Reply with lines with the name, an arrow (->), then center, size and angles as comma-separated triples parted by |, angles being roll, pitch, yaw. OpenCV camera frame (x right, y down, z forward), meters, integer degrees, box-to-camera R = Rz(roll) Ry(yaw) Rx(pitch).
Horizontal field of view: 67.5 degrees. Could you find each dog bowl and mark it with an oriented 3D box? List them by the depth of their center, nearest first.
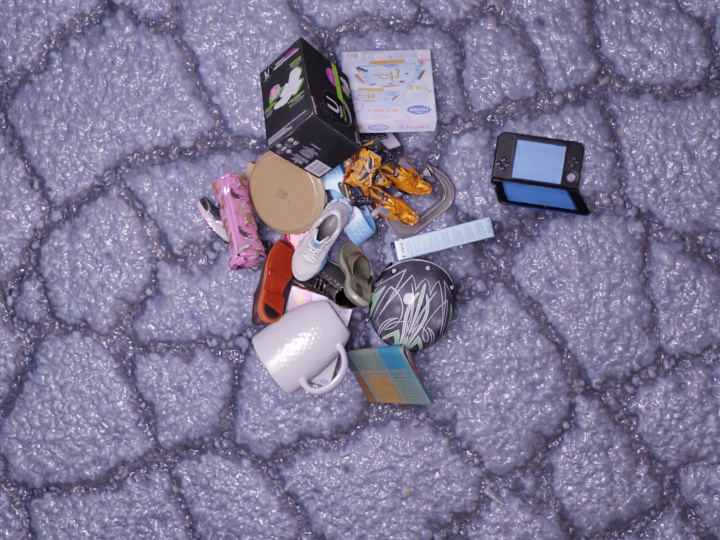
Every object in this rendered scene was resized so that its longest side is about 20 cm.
dog bowl -> -0.026, -0.154, 1.177 | 0.049, 0.111, 0.201 | -24, 93, 15

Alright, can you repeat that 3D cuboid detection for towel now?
towel -> 0.055, 0.228, 1.171 | 0.022, 0.199, 0.147 | -38, 106, -39

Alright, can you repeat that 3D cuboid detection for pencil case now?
pencil case -> -0.258, -0.104, 1.138 | 0.082, 0.086, 0.201 | -7, 76, -36

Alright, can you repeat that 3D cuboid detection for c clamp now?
c clamp -> 0.111, -0.162, 1.193 | 0.199, 0.027, 0.171 | -33, 116, -3

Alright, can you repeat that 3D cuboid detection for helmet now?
helmet -> 0.109, 0.072, 1.150 | 0.198, 0.191, 0.202 | 0, 97, -2

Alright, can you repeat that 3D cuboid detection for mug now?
mug -> -0.103, 0.166, 1.126 | 0.175, 0.148, 0.200 | -36, 55, -2

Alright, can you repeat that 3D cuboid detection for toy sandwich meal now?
toy sandwich meal -> -0.158, -0.172, 1.170 | 0.204, 0.070, 0.207 | 8, 111, 21

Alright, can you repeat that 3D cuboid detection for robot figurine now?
robot figurine -> 0.049, -0.180, 1.109 | 0.199, 0.058, 0.146 | 25, 87, -31

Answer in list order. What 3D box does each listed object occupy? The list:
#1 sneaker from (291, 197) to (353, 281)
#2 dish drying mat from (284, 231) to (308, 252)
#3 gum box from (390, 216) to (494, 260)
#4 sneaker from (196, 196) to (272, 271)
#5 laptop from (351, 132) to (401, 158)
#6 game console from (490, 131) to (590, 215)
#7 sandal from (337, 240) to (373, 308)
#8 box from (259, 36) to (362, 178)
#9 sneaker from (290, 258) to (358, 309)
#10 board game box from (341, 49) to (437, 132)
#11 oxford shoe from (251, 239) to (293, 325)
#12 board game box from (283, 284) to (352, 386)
sneaker -> -0.091, -0.057, 1.108 | 0.075, 0.087, 0.201 | 32, 112, 0
dish drying mat -> -0.136, -0.120, 1.232 | 0.076, 0.018, 0.202 | -1, 93, 0
gum box -> 0.168, -0.065, 1.156 | 0.198, 0.170, 0.045 | -14, 92, 1
sneaker -> -0.279, -0.095, 1.216 | 0.086, 0.080, 0.200 | -45, 98, -12
laptop -> -0.032, -0.330, 1.168 | 0.186, 0.200, 0.116 | -16, 126, -3
game console -> 0.397, -0.213, 1.173 | 0.198, 0.118, 0.172 | 8, 93, 0
sandal -> 0.001, 0.001, 1.161 | 0.079, 0.202, 0.057 | 24, 120, -25
box -> -0.099, -0.314, 1.056 | 0.124, 0.148, 0.201 | -27, 59, 30
sneaker -> -0.083, 0.021, 1.187 | 0.198, 0.106, 0.075 | 14, 110, 0
board game box -> 0.058, -0.388, 1.161 | 0.198, 0.041, 0.201 | -1, 64, 1
oxford shoe -> -0.196, 0.023, 1.162 | 0.071, 0.072, 0.201 | 33, 53, -31
board game box -> -0.112, 0.150, 1.234 | 0.152, 0.040, 0.201 | 17, 93, 0
